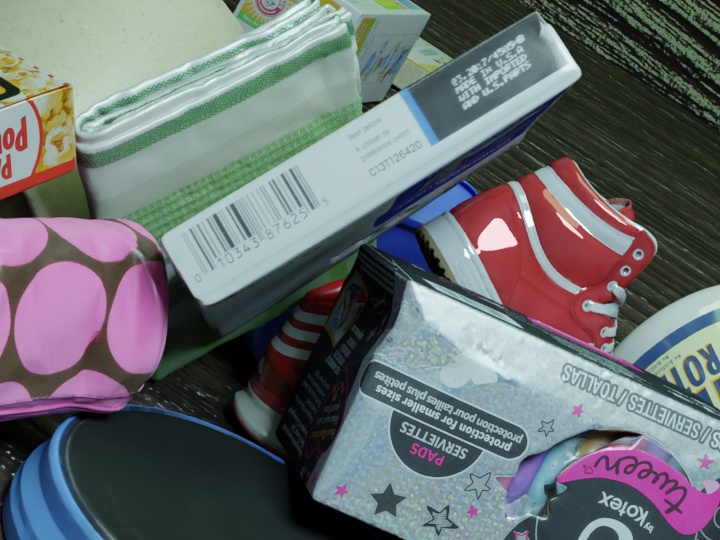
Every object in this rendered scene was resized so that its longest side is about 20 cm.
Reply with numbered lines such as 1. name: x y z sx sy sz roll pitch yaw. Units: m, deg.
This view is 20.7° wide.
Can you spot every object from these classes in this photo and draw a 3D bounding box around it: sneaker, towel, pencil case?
1. sneaker: 0.041 0.072 1.070 0.199 0.116 0.078 23 18 -26
2. towel: -0.064 -0.037 0.986 0.031 0.148 0.201 55 -16 33
3. pencil case: -0.167 0.027 0.822 0.199 0.091 0.094 -7 71 -47
4. sneaker: 0.120 0.035 1.053 0.201 0.112 0.071 61 -5 -23

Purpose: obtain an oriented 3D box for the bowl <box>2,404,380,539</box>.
1. bowl: -0.059 0.128 0.868 0.200 0.040 0.201 28 17 -9

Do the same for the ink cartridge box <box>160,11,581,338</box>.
1. ink cartridge box: 0.000 -0.041 0.944 0.047 0.197 0.200 57 -6 1

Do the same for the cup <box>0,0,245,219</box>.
1. cup: -0.164 -0.061 1.023 0.200 0.201 0.143 34 43 9

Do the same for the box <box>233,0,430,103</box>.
1. box: -0.032 -0.223 1.823 0.112 0.102 0.200 35 17 12

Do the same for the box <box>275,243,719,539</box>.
1. box: 0.075 0.085 0.950 0.199 0.115 0.132 24 4 -12

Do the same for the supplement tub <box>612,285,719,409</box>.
1. supplement tub: 0.242 0.124 1.191 0.144 0.145 0.200 12 36 -48

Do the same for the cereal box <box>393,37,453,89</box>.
1. cereal box: 0.024 -0.238 2.071 0.199 0.040 0.144 34 17 10

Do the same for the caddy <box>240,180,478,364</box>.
1. caddy: 0.000 0.000 1.168 0.199 0.142 0.105 19 25 -36

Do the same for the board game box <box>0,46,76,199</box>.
1. board game box: -0.249 -0.060 0.866 0.199 0.047 0.151 -26 42 -36
